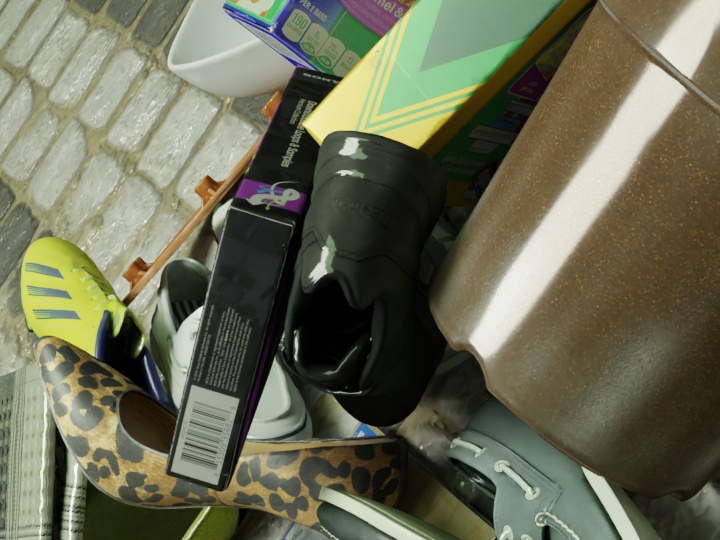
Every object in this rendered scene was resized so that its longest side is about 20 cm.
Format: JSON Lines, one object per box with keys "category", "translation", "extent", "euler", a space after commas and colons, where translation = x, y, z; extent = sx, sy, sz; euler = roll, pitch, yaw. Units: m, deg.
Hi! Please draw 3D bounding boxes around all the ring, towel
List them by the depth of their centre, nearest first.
{"category": "towel", "translation": [-0.207, 0.157, 0.969], "extent": [0.192, 0.034, 0.202], "euler": [-19, 69, 59]}
{"category": "ring", "translation": [-0.101, -0.052, 1.080], "extent": [0.201, 0.019, 0.200], "euler": [-48, 6, 7]}

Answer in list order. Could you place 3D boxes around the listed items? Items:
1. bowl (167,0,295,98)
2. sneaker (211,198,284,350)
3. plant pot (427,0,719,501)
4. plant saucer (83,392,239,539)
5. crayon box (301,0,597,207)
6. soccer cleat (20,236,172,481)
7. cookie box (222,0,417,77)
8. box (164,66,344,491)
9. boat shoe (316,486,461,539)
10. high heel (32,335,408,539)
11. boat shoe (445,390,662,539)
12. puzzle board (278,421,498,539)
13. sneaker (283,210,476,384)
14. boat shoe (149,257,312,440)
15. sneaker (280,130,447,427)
{"category": "bowl", "translation": [-0.024, -0.202, 1.121], "extent": [0.199, 0.075, 0.201], "euler": [-13, 42, 46]}
{"category": "sneaker", "translation": [-0.030, -0.005, 0.989], "extent": [0.088, 0.077, 0.200], "euler": [-40, 38, 9]}
{"category": "plant pot", "translation": [0.143, -0.024, 0.686], "extent": [0.199, 0.199, 0.201], "euler": [-55, 32, 18]}
{"category": "plant saucer", "translation": [-0.156, 0.174, 1.015], "extent": [0.201, 0.048, 0.200], "euler": [-54, 33, 3]}
{"category": "crayon box", "translation": [0.084, -0.109, 0.819], "extent": [0.172, 0.200, 0.058], "euler": [-44, 74, 18]}
{"category": "soccer cleat", "translation": [-0.157, 0.039, 0.990], "extent": [0.084, 0.064, 0.201], "euler": [-61, 40, 32]}
{"category": "cookie box", "translation": [0.046, -0.184, 0.948], "extent": [0.201, 0.171, 0.075], "euler": [-57, 36, 0]}
{"category": "box", "translation": [-0.048, -0.004, 0.811], "extent": [0.200, 0.036, 0.144], "euler": [-72, -2, -65]}
{"category": "boat shoe", "translation": [0.044, 0.160, 0.738], "extent": [0.198, 0.074, 0.067], "euler": [22, 88, 36]}
{"category": "high heel", "translation": [-0.073, 0.077, 0.857], "extent": [0.143, 0.200, 0.071], "euler": [-44, -2, 23]}
{"category": "boat shoe", "translation": [0.090, 0.113, 0.721], "extent": [0.062, 0.073, 0.200], "euler": [-38, 27, 3]}
{"category": "puzzle board", "translation": [-0.016, 0.190, 0.852], "extent": [0.201, 0.017, 0.151], "euler": [-56, 32, 0]}
{"category": "sneaker", "translation": [0.000, 0.000, 0.910], "extent": [0.115, 0.075, 0.200], "euler": [-31, 37, 1]}
{"category": "boat shoe", "translation": [-0.089, 0.052, 0.979], "extent": [0.200, 0.073, 0.067], "euler": [37, 134, 55]}
{"category": "sneaker", "translation": [-0.005, 0.025, 0.749], "extent": [0.075, 0.201, 0.091], "euler": [13, 57, 14]}
